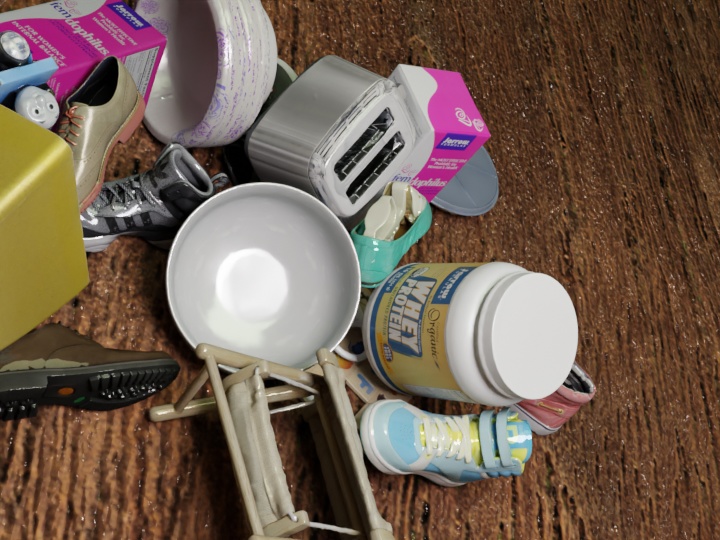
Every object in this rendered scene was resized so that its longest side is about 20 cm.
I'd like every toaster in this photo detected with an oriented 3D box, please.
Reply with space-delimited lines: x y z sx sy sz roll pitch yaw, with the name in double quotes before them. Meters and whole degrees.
"toaster" -0.034 -0.141 1.277 0.200 0.128 0.114 -48 135 -21

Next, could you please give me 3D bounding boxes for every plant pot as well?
"plant pot" -0.362 -0.027 0.949 0.198 0.201 0.177 28 56 11

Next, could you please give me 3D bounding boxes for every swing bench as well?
"swing bench" -0.067 0.185 1.068 0.198 0.130 0.201 5 52 -37

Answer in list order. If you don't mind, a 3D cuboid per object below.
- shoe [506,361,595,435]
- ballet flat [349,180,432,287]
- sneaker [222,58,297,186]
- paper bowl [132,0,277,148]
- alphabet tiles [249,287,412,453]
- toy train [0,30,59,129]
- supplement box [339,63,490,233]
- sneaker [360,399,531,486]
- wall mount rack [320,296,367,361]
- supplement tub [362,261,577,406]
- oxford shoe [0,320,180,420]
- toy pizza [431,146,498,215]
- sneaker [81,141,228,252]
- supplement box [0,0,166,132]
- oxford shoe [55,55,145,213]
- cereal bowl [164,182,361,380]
"shoe" 0.179 0.107 1.366 0.199 0.091 0.072 37 40 -7
"ballet flat" 0.038 -0.057 1.277 0.067 0.071 0.200 15 33 13
"sneaker" -0.116 -0.172 1.373 0.098 0.070 0.202 6 63 -40
"paper bowl" -0.170 -0.241 1.301 0.104 0.201 0.202 -10 62 -42
"alphabet tiles" -0.012 0.094 1.288 0.167 0.008 0.200 45 39 3
"toy train" -0.346 -0.134 1.074 0.115 0.199 0.087 55 40 -1
"supplement box" 0.047 -0.141 1.391 0.100 0.200 0.104 -1 55 -39
"sneaker" 0.097 0.167 1.175 0.199 0.129 0.081 23 59 -51
"wall mount rack" 0.000 0.000 1.318 0.172 0.075 0.202 2 55 -41
"supplement tub" 0.112 0.064 1.204 0.143 0.199 0.147 1 89 -37
"oxford shoe" -0.256 0.080 1.051 0.198 0.073 0.085 3 52 -38
"toy pizza" 0.103 -0.150 1.578 0.198 0.032 0.202 23 43 -23
"sneaker" -0.231 -0.079 1.178 0.198 0.114 0.076 1 54 -38
"supplement box" -0.313 -0.209 1.214 0.101 0.104 0.200 39 37 15
"oxford shoe" -0.280 -0.124 1.124 0.070 0.075 0.202 11 57 16
"cereal bowl" -0.103 0.014 1.191 0.197 0.083 0.203 2 82 -13
